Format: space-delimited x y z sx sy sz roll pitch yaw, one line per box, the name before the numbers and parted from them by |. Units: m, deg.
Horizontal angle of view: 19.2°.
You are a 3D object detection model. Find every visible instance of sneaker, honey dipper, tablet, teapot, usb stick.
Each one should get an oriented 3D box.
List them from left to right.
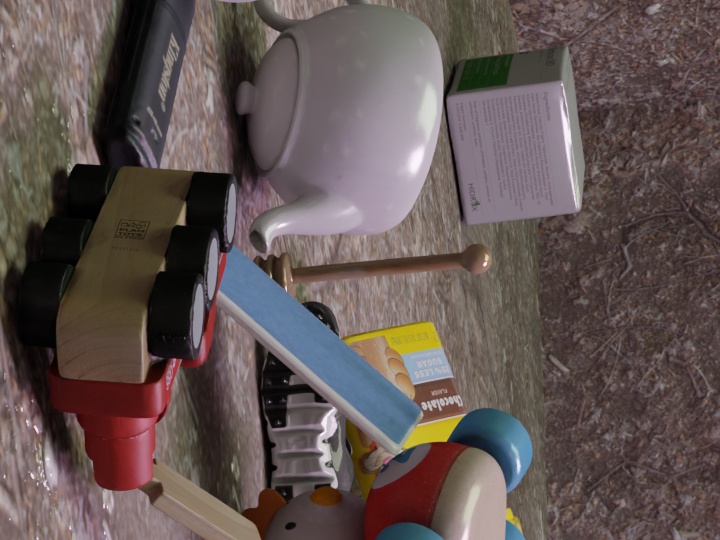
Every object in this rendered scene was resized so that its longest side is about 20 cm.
usb stick | -0.136 -0.130 1.380 0.201 0.032 0.056 -84 165 -49
tablet | -0.041 0.051 1.498 0.200 0.014 0.130 41 13 2
sneaker | -0.040 0.127 1.693 0.090 0.066 0.202 37 52 -80
teapot | -0.030 -0.130 1.696 0.200 0.145 0.199 -122 -135 -63
honey dipper | 0.000 0.000 1.592 0.038 0.199 0.038 -5 90 -81

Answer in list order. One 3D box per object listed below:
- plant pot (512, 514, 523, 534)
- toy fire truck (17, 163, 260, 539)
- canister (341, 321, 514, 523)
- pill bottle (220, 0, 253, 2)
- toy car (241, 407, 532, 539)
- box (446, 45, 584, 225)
plant pot | 0.089 0.298 2.084 0.200 0.141 0.202 -6 90 -80
toy fire truck | -0.111 0.060 1.215 0.176 0.128 0.201 -79 172 -59
canister | 0.036 0.152 1.779 0.148 0.086 0.201 -9 74 -46
pill bottle | -0.082 -0.286 1.453 0.109 0.108 0.201 70 17 -53
toy car | -0.001 0.191 1.502 0.184 0.199 0.178 -49 144 -53
box | 0.224 -0.194 3.032 0.199 0.170 0.201 -70 152 -68
